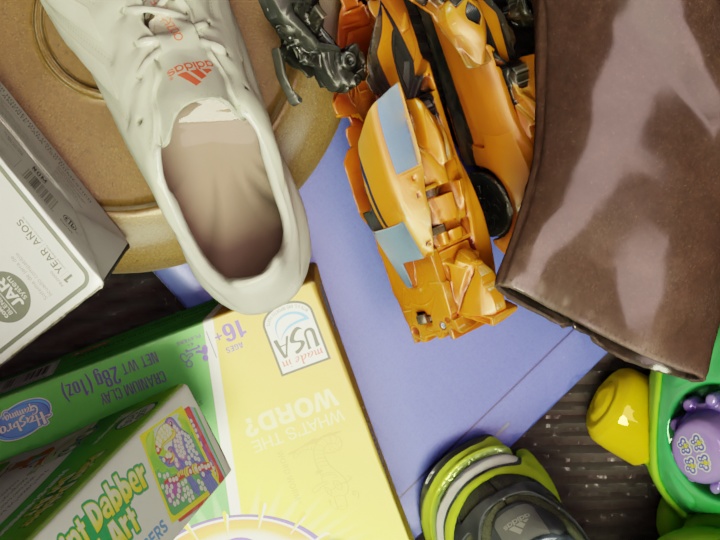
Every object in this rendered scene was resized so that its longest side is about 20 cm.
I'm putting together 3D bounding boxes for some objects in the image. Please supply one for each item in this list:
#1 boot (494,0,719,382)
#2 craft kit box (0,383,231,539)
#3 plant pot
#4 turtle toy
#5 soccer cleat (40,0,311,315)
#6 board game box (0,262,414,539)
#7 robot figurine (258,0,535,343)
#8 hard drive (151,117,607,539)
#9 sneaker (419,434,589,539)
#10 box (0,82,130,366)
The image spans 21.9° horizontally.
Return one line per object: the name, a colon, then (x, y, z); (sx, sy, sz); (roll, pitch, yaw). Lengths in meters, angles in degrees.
boot: (0.088, -0.069, 0.709); (0.199, 0.072, 0.168); (30, 78, -18)
craft kit box: (-0.167, 0.126, 0.656); (0.196, 0.200, 0.049); (-26, 100, 26)
plant pot: (-0.099, -0.100, 0.753); (0.198, 0.027, 0.203); (0, 87, -2)
turtle toy: (0.177, 0.080, 0.797); (0.145, 0.101, 0.201); (29, 90, -11)
soccer cleat: (-0.072, -0.078, 0.701); (0.069, 0.078, 0.201); (-26, 89, -3)
board game box: (-0.054, 0.118, 0.774); (0.152, 0.040, 0.202); (-21, 101, 2)
robot figurine: (0.036, -0.083, 0.748); (0.144, 0.058, 0.202); (-24, 100, -39)
hard drive: (0.000, 0.000, 0.797); (0.132, 0.025, 0.200); (-43, 101, -4)
sneaker: (0.087, 0.171, 0.793); (0.073, 0.081, 0.201); (-31, 111, -5)
box: (-0.203, 0.012, 0.719); (0.199, 0.060, 0.117); (-38, 100, 12)
